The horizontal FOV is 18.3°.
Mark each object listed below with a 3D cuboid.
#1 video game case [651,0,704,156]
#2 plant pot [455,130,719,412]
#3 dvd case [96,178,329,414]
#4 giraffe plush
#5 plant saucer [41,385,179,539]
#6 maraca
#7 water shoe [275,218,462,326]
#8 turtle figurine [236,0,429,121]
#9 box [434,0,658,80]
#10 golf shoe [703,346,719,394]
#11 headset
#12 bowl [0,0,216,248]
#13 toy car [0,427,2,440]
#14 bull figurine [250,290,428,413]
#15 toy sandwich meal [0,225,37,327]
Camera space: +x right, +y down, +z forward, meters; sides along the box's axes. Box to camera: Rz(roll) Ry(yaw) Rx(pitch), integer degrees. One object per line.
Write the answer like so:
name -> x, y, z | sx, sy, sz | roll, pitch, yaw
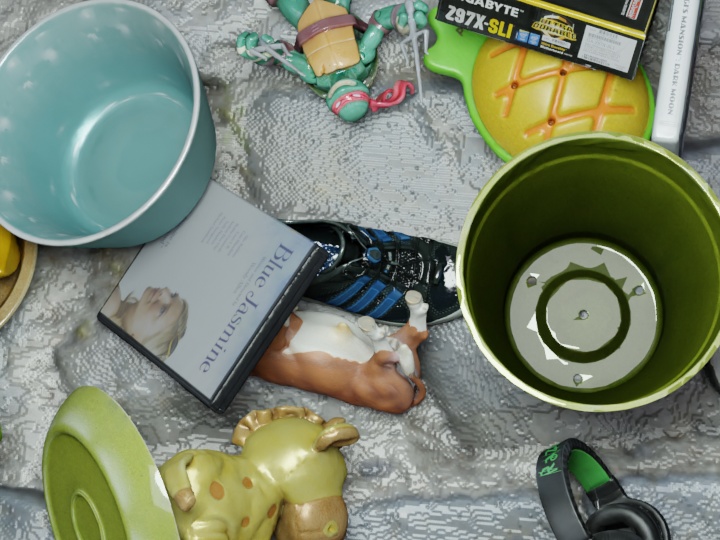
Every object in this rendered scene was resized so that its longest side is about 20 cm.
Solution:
video game case -> 0.243, -0.159, 1.691 | 0.023, 0.200, 0.183 | 8, 79, 9
plant pot -> 0.170, 0.018, 1.664 | 0.199, 0.193, 0.201 | 0, 79, 2
dvd case -> -0.116, 0.013, 1.694 | 0.143, 0.018, 0.200 | -56, 37, -2
giraffe plush -> -0.080, 0.173, 1.667 | 0.162, 0.172, 0.201 | -20, 115, -23
plant saucer -> -0.189, 0.185, 1.649 | 0.031, 0.200, 0.201 | -17, 77, -28
maraca -> 0.140, -0.150, 1.743 | 0.137, 0.107, 0.200 | -41, 76, -14
water shoe -> 0.000, 0.000, 1.733 | 0.199, 0.079, 0.072 | 5, 79, 4
turtle figurine -> -0.028, -0.189, 1.763 | 0.149, 0.101, 0.201 | -17, 65, -9
box -> 0.158, -0.239, 1.733 | 0.159, 0.049, 0.200 | 17, 41, 7
golf shoe -> 0.344, 0.022, 1.707 | 0.200, 0.095, 0.078 | -41, 81, -4
headset -> 0.182, 0.224, 1.671 | 0.094, 0.124, 0.200 | -31, 97, 21
bowl -> -0.191, -0.099, 1.732 | 0.200, 0.105, 0.202 | -8, 69, 22
toy car -> -0.346, 0.186, 1.703 | 0.164, 0.158, 0.201 | -15, 103, -13
bull figurine -> -0.042, 0.054, 1.717 | 0.199, 0.122, 0.065 | 12, 48, -2
toy sandwich meal -> -0.348, -0.025, 1.743 | 0.204, 0.070, 0.206 | -3, 66, 6
